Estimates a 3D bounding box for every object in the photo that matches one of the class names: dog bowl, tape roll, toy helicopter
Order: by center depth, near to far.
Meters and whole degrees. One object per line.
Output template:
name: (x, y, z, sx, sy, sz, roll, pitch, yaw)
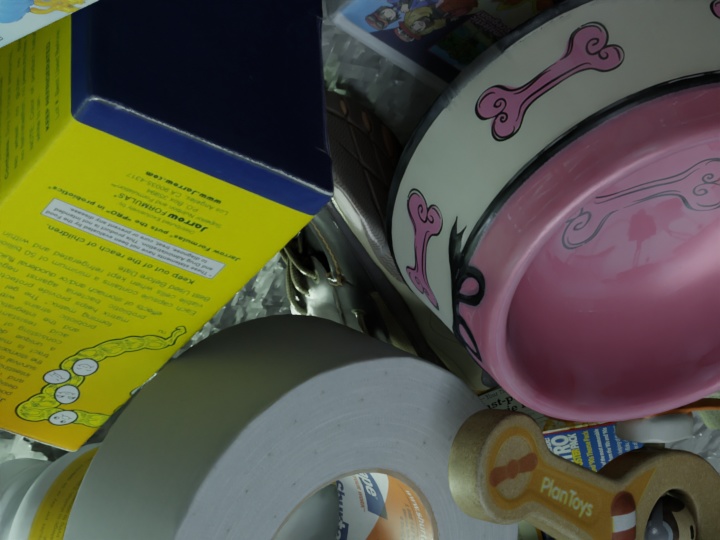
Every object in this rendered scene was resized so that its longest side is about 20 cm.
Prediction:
dog bowl: (0.115, -0.020, 0.935, 0.199, 0.074, 0.201, -14, 139, -13)
tape roll: (-0.027, 0.123, 0.978, 0.066, 0.201, 0.200, 21, 165, 46)
toy helicopter: (0.106, 0.097, 1.013, 0.079, 0.133, 0.200, 9, 166, 42)

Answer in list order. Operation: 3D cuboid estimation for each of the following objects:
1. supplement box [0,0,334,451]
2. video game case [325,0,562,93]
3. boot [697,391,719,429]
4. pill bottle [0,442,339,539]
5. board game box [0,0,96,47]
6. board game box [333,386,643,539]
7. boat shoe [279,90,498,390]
supplement box: (-0.110, -0.033, 0.942, 0.109, 0.109, 0.200, 21, 135, -29)
video game case: (0.118, -0.109, 0.938, 0.200, 0.023, 0.182, 29, 131, -36)
boot: (0.208, 0.003, 1.050, 0.154, 0.072, 0.200, -10, 145, 10)
pill bottle: (-0.096, 0.142, 1.116, 0.199, 0.112, 0.112, 7, 153, 38)
board game box: (-0.157, -0.139, 0.807, 0.199, 0.103, 0.105, -22, 139, 21)
board game box: (0.052, 0.112, 1.190, 0.199, 0.047, 0.152, -10, 142, 7)
boat shoe: (0.000, 0.000, 1.022, 0.073, 0.075, 0.200, -19, 138, 17)
